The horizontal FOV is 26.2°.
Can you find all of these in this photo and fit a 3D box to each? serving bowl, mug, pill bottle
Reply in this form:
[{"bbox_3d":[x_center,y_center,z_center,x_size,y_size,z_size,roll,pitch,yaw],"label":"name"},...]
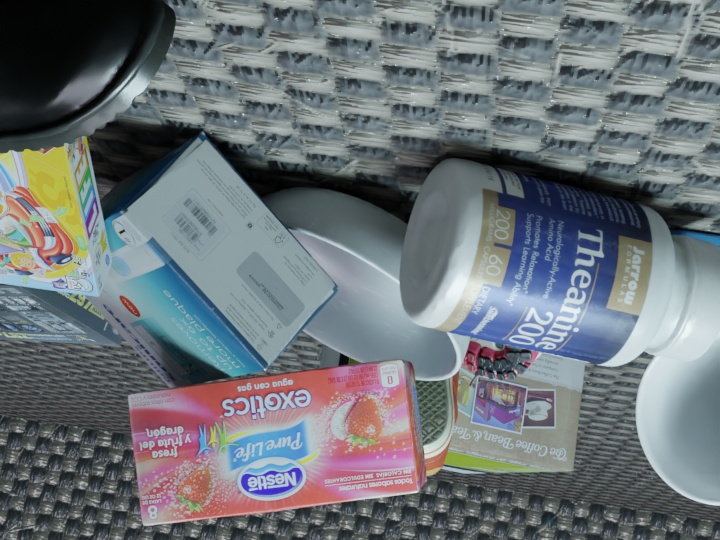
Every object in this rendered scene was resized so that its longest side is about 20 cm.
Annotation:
[{"bbox_3d":[0.000,0.000,1.147,0.199,0.066,0.200,26,157,12],"label":"serving bowl"},{"bbox_3d":[0.358,0.110,1.310,0.200,0.148,0.175,-29,161,31],"label":"mug"},{"bbox_3d":[0.135,0.001,1.014,0.199,0.112,0.111,12,167,-16],"label":"pill bottle"}]

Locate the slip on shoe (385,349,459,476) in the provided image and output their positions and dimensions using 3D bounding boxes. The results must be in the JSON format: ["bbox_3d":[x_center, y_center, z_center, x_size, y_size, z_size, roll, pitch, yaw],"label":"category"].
[{"bbox_3d":[0.051,0.079,1.250,0.074,0.201,0.061,1,138,6],"label":"slip on shoe"}]

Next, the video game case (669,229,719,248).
[{"bbox_3d":[0.286,0.010,1.168,0.142,0.018,0.200,9,168,4],"label":"video game case"}]

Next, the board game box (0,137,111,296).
[{"bbox_3d":[-0.237,-0.065,0.974,0.134,0.034,0.200,8,142,7],"label":"board game box"}]

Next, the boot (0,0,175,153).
[{"bbox_3d":[-0.215,-0.126,0.775,0.210,0.080,0.158,-13,146,30],"label":"boot"}]

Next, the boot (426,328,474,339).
[{"bbox_3d":[0.143,0.032,1.210,0.138,0.078,0.200,20,169,-39],"label":"boot"}]

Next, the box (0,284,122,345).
[{"bbox_3d":[-0.355,0.023,1.556,0.199,0.051,0.158,1,156,35],"label":"box"}]

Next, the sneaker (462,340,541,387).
[{"bbox_3d":[0.084,0.049,1.359,0.199,0.081,0.075,11,-150,37],"label":"sneaker"}]

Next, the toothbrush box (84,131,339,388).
[{"bbox_3d":[-0.126,0.000,1.109,0.147,0.085,0.200,49,157,-13],"label":"toothbrush box"}]

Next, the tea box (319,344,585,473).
[{"bbox_3d":[0.085,0.121,1.531,0.199,0.134,0.196,15,167,-28],"label":"tea box"}]

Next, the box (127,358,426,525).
[{"bbox_3d":[-0.057,0.123,1.117,0.199,0.095,0.103,-8,175,5],"label":"box"}]
